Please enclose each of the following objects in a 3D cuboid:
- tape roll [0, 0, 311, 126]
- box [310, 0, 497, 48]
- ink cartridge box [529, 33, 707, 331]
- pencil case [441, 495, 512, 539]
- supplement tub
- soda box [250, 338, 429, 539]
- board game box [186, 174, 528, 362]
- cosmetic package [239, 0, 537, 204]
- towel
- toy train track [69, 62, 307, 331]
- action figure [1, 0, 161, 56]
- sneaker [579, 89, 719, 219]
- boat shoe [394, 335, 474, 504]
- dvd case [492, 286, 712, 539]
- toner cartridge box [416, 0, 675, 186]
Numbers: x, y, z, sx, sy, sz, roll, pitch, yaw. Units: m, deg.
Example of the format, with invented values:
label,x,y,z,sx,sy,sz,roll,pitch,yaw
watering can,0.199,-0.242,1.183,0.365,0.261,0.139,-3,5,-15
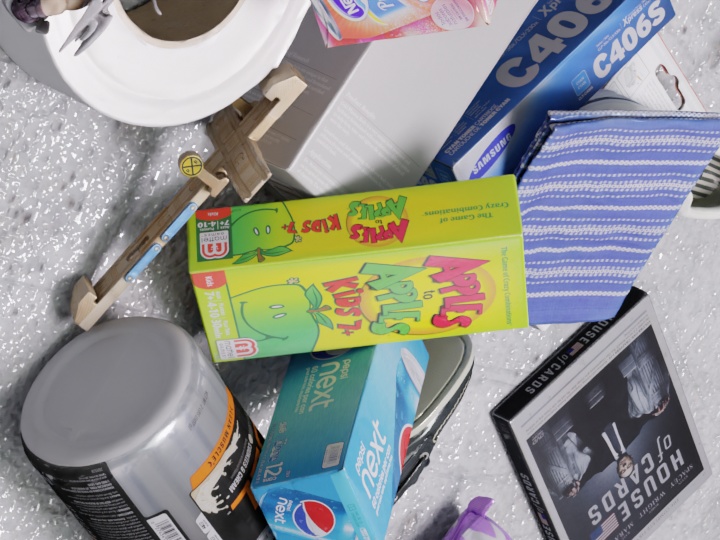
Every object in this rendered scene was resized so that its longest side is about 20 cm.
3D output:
label,x,y,z,sx,sy,sz,roll,pitch,yaw
tape roll,-0.117,-0.185,1.429,0.202,0.071,0.203,-18,120,-36
box,0.029,-0.226,1.449,0.200,0.102,0.095,-75,152,-50
ink cartridge box,0.147,-0.070,1.733,0.200,0.050,0.109,-51,134,-13
pencil case,0.031,0.248,1.756,0.200,0.084,0.086,-36,106,-26
supplement tub,-0.112,0.132,1.542,0.123,0.122,0.200,-46,133,-16
soda box,-0.010,0.092,1.571,0.200,0.064,0.068,-73,144,-54
board game box,0.000,0.000,1.535,0.199,0.048,0.102,-6,145,2
cosmetic package,0.011,-0.129,1.561,0.200,0.090,0.107,-57,135,-9
towel,0.145,-0.029,1.638,0.144,0.024,0.200,-2,141,-28
toy train track,-0.111,-0.049,1.491,0.032,0.115,0.200,37,101,-27
action figure,-0.174,-0.196,1.302,0.200,0.069,0.130,31,103,-3
sneaker,0.194,-0.076,1.685,0.199,0.071,0.073,4,106,-43
boat shoe,0.011,0.125,1.684,0.200,0.074,0.066,-51,138,-14
dvd case,0.184,0.130,1.874,0.150,0.025,0.200,-41,131,-20
toner cartridge box,0.103,-0.130,1.633,0.200,0.095,0.043,-44,131,-18
